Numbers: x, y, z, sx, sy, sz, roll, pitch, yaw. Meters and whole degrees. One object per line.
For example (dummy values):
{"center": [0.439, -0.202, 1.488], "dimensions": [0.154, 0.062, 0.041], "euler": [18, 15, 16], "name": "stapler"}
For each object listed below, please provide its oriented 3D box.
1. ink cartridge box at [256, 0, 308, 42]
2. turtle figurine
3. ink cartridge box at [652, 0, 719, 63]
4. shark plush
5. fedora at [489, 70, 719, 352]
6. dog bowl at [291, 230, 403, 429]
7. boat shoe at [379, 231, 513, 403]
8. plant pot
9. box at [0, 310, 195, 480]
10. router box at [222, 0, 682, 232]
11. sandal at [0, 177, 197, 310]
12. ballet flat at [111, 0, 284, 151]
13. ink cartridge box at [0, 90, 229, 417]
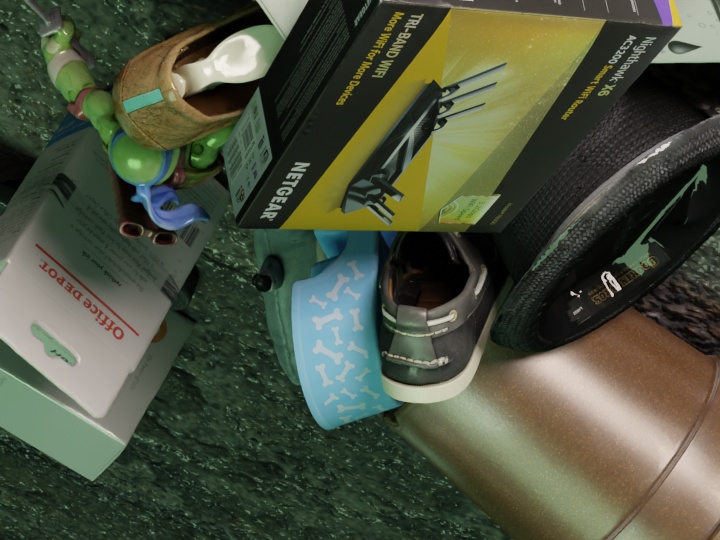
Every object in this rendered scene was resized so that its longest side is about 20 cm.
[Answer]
{"center": [-0.034, -0.232, 0.840], "dimensions": [0.147, 0.083, 0.200], "euler": [-34, 125, 3], "name": "ink cartridge box"}
{"center": [-0.105, -0.127, 1.039], "dimensions": [0.144, 0.194, 0.200], "euler": [-24, 94, 8], "name": "turtle figurine"}
{"center": [0.197, -0.163, 0.854], "dimensions": [0.200, 0.068, 0.116], "euler": [3, 140, 31], "name": "ink cartridge box"}
{"center": [-0.045, -0.010, 1.209], "dimensions": [0.091, 0.083, 0.200], "euler": [17, 145, 14], "name": "shark plush"}
{"center": [0.134, -0.045, 1.009], "dimensions": [0.092, 0.200, 0.201], "euler": [53, 153, 21], "name": "fedora"}
{"center": [0.000, 0.000, 1.103], "dimensions": [0.050, 0.200, 0.112], "euler": [-7, 148, 15], "name": "dog bowl"}
{"center": [0.051, -0.007, 1.061], "dimensions": [0.072, 0.200, 0.068], "euler": [-4, 123, 16], "name": "boat shoe"}
{"center": [0.136, 0.095, 1.150], "dimensions": [0.198, 0.200, 0.200], "euler": [38, 146, -3], "name": "plant pot"}
{"center": [-0.253, 0.053, 1.399], "dimensions": [0.200, 0.124, 0.097], "euler": [33, 146, -9], "name": "box"}
{"center": [0.038, -0.088, 0.877], "dimensions": [0.157, 0.052, 0.200], "euler": [0, 152, -24], "name": "router box"}
{"center": [-0.216, -0.029, 1.347], "dimensions": [0.200, 0.043, 0.076], "euler": [27, 155, -18], "name": "sandal"}
{"center": [-0.037, -0.120, 0.934], "dimensions": [0.072, 0.200, 0.068], "euler": [-15, 98, 58], "name": "ballet flat"}
{"center": [-0.184, -0.007, 1.189], "dimensions": [0.116, 0.200, 0.068], "euler": [44, 143, -24], "name": "ink cartridge box"}
